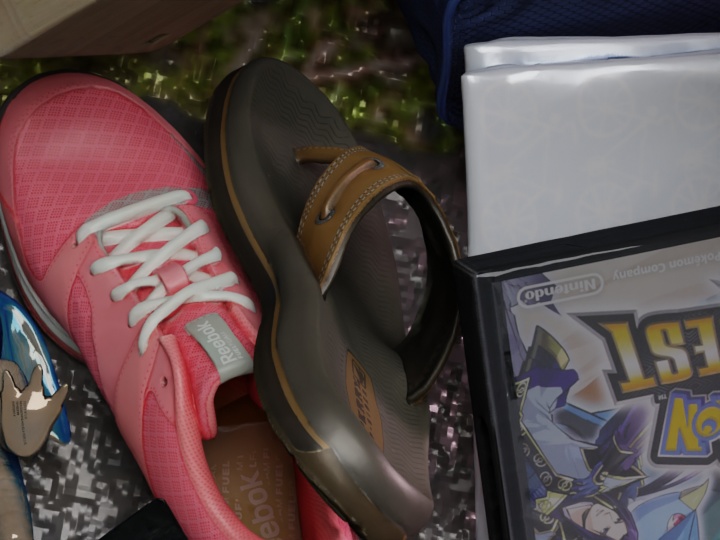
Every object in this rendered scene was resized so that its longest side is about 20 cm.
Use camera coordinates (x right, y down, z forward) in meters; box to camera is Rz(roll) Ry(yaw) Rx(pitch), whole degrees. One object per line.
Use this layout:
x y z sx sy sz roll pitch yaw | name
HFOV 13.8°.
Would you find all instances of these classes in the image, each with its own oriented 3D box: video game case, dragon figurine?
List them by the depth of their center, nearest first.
-0.119 0.030 0.874 0.059 0.099 0.201 -19 83 -8 | dragon figurine
0.136 0.067 0.895 0.199 0.025 0.182 -11 104 -13 | video game case

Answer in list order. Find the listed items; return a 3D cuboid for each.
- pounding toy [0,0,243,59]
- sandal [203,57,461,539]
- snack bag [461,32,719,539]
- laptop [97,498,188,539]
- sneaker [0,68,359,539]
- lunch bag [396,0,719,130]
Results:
-0.041 -0.191 0.846 0.184 0.142 0.201 -27 84 22 | pounding toy
0.000 0.000 0.871 0.055 0.200 0.082 -36 119 16 | sandal
0.129 0.020 0.910 0.199 0.021 0.189 -4 101 -9 | snack bag
-0.064 0.205 0.840 0.177 0.103 0.200 -36 107 2 | laptop
-0.047 0.020 0.889 0.074 0.087 0.201 -24 78 -17 | sneaker
0.099 -0.140 0.930 0.199 0.136 0.133 -12 71 -8 | lunch bag
